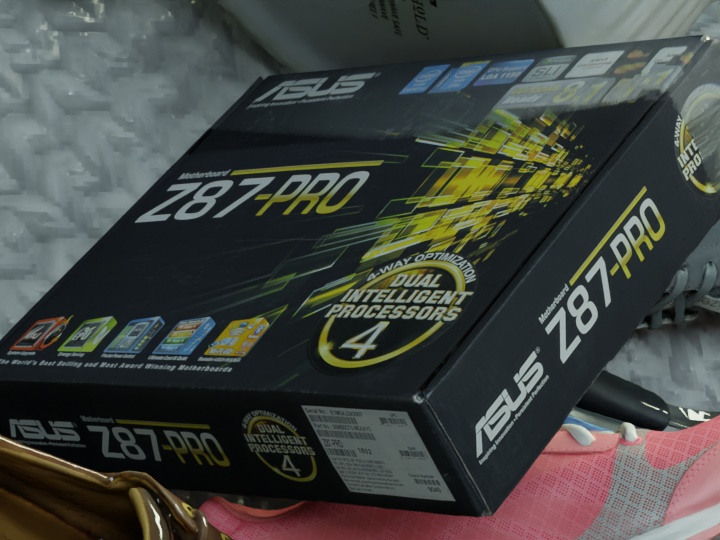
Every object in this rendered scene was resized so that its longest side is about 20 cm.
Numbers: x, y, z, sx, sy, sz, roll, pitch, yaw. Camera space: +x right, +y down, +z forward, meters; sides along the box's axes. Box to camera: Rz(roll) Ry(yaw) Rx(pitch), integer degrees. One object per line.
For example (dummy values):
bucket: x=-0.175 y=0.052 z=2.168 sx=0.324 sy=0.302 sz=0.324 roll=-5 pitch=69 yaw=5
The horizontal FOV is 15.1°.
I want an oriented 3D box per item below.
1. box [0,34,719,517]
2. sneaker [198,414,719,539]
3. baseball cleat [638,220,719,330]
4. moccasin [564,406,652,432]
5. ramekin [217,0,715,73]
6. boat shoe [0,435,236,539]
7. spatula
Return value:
box: x=0.000 y=0.000 z=0.807 sx=0.161 sy=0.200 sz=0.049 roll=-46 pitch=120 yaw=-33
sneaker: x=0.040 y=0.067 z=0.788 sx=0.200 sy=0.074 sz=0.087 roll=-24 pitch=82 yaw=0
baseball cleat: x=0.106 y=-0.004 z=0.913 sx=0.106 sy=0.070 sz=0.200 roll=46 pitch=60 yaw=9
moccasin: x=0.096 y=0.082 z=0.856 sx=0.200 sy=0.068 sz=0.081 roll=30 pitch=86 yaw=3
ramekin: x=0.028 y=-0.127 z=0.885 sx=0.200 sy=0.200 sz=0.105 roll=34 pitch=68 yaw=1
boat shoe: x=-0.062 y=0.092 z=0.699 sx=0.200 sy=0.068 sz=0.072 roll=26 pitch=51 yaw=-17
spatula: x=0.113 y=0.046 z=0.882 sx=0.199 sy=0.021 sz=0.057 roll=14 pitch=29 yaw=-24
